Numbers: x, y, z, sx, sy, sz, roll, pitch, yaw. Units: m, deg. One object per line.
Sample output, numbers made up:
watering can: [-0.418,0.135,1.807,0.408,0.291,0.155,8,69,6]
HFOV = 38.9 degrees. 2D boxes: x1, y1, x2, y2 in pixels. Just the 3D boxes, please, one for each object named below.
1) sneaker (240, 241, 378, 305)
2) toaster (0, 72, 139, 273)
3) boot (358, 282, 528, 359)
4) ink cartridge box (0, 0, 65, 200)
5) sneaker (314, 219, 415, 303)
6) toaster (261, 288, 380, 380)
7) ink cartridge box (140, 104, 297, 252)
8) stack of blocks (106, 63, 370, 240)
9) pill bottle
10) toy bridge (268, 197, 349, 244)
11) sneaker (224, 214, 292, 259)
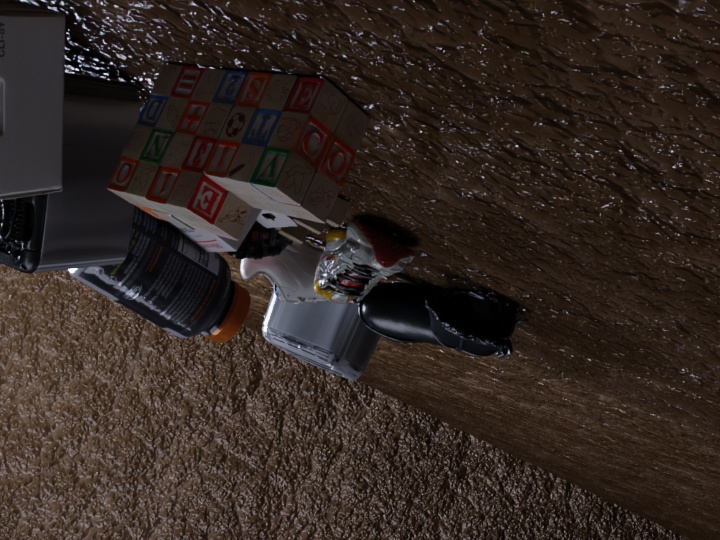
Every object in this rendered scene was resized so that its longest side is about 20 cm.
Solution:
sneaker: [-0.064,0.010,1.298,0.197,0.088,0.074,25,168,-9]
toaster: [-0.302,-0.101,0.954,0.198,0.184,0.118,15,-167,40]
boot: [0.091,0.053,1.195,0.195,0.075,0.163,16,172,4]
ink cartridge box: [-0.327,-0.151,0.832,0.198,0.148,0.083,22,-156,39]
sneaker: [0.000,0.000,1.105,0.077,0.083,0.200,26,170,-11]
toaster: [-0.043,0.068,1.426,0.198,0.131,0.114,19,170,28]
ink cartridge box: [-0.174,-0.079,1.069,0.199,0.068,0.115,37,167,-19]
stack of blocks: [-0.099,-0.089,0.783,0.198,0.117,0.058,14,167,43]
pill bottle: [-0.218,0.006,1.143,0.199,0.107,0.106,35,166,-30]
toy bridge: [-0.067,-0.064,1.091,0.066,0.028,0.200,28,169,-11]
sneaker: [-0.178,-0.066,1.226,0.197,0.072,0.098,6,-150,-12]
